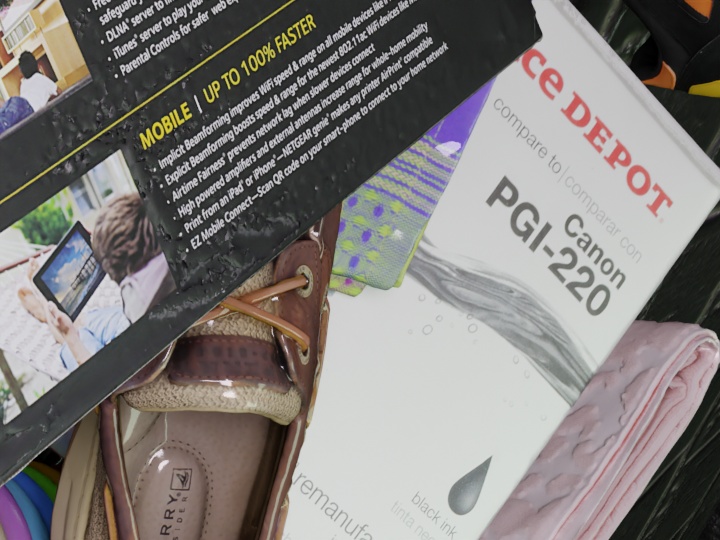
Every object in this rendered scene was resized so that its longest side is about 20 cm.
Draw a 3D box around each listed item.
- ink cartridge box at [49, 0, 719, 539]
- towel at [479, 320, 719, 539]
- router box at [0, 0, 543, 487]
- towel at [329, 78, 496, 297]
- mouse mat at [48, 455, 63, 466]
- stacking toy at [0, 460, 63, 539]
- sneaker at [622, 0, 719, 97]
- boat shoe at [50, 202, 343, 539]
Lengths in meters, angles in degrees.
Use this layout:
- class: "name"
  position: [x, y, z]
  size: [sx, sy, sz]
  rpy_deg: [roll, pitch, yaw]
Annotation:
- class: "ink cartridge box"
  position: [0.000, 0.000, 0.674]
  size: [0.200, 0.146, 0.085]
  rpy_deg: [-54, -152, -15]
- class: "towel"
  position: [0.024, 0.086, 0.877]
  size: [0.191, 0.200, 0.032]
  rpy_deg: [-51, 122, -27]
- class: "router box"
  position: [-0.052, -0.071, 0.436]
  size: [0.200, 0.051, 0.149]
  rpy_deg: [-41, 117, -44]
- class: "towel"
  position: [-0.009, -0.092, 0.557]
  size: [0.143, 0.023, 0.200]
  rpy_deg: [18, 109, -29]
- class: "mouse mat"
  position: [-0.092, 0.098, 0.856]
  size: [0.161, 0.008, 0.200]
  rpy_deg: [-49, 161, -25]
- class: "stacking toy"
  position: [-0.110, 0.089, 0.663]
  size: [0.085, 0.085, 0.200]
  rpy_deg: [-59, 166, 6]
- class: "sneaker"
  position: [0.136, -0.151, 0.935]
  size: [0.200, 0.090, 0.070]
  rpy_deg: [68, 27, -42]
- class: "boat shoe"
  position: [-0.035, 0.016, 0.549]
  size: [0.072, 0.072, 0.201]
  rpy_deg: [5, 111, -23]
